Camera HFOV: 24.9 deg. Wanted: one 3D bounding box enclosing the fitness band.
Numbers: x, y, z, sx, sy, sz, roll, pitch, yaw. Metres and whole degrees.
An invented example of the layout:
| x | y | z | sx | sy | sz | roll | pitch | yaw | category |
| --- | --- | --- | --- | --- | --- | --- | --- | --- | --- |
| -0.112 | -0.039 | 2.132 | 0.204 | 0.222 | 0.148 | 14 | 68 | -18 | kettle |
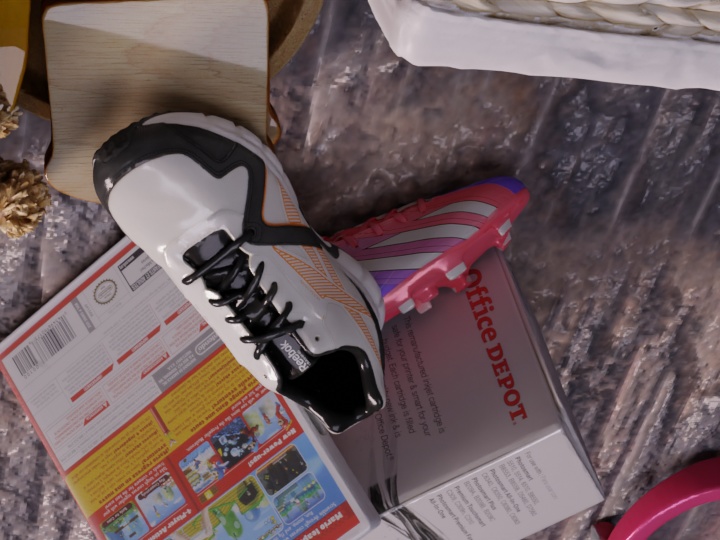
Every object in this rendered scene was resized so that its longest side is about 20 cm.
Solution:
| x | y | z | sx | sy | sz | roll | pitch | yaw | category |
| --- | --- | --- | --- | --- | --- | --- | --- | --- | --- |
| 0.235 | 0.207 | 1.155 | 0.142 | 0.038 | 0.201 | -14 | 135 | -4 | fitness band |

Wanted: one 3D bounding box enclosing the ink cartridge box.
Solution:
| x | y | z | sx | sy | sz | roll | pitch | yaw | category |
| --- | --- | --- | --- | --- | --- | --- | --- | --- | --- |
| 0.019 | 0.095 | 0.913 | 0.198 | 0.147 | 0.085 | -25 | 135 | 9 | ink cartridge box |

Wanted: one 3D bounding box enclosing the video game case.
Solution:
| x | y | z | sx | sy | sz | roll | pitch | yaw | category |
| --- | --- | --- | --- | --- | --- | --- | --- | --- | --- |
| -0.096 | 0.085 | 0.854 | 0.143 | 0.201 | 0.017 | -37 | 166 | 19 | video game case |

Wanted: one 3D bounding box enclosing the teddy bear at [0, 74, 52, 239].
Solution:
| x | y | z | sx | sy | sz | roll | pitch | yaw | category |
| --- | --- | --- | --- | --- | --- | --- | --- | --- | --- |
| -0.208 | -0.040 | 0.718 | 0.144 | 0.068 | 0.199 | 8 | 160 | -31 | teddy bear |

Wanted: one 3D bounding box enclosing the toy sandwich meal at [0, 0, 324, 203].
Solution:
| x | y | z | sx | sy | sz | roll | pitch | yaw | category |
| --- | --- | --- | --- | --- | --- | --- | --- | --- | --- |
| -0.100 | -0.120 | 0.735 | 0.203 | 0.071 | 0.207 | -8 | 133 | -9 | toy sandwich meal |

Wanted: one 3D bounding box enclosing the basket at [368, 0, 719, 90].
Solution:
| x | y | z | sx | sy | sz | roll | pitch | yaw | category |
| --- | --- | --- | --- | --- | --- | --- | --- | --- | --- |
| 0.096 | -0.189 | 0.646 | 0.198 | 0.199 | 0.162 | 1 | 127 | -16 | basket |

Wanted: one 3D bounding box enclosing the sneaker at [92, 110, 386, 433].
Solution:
| x | y | z | sx | sy | sz | roll | pitch | yaw | category |
| --- | --- | --- | --- | --- | --- | --- | --- | --- | --- |
| -0.046 | 0.003 | 0.759 | 0.073 | 0.080 | 0.200 | -34 | 130 | 19 | sneaker |

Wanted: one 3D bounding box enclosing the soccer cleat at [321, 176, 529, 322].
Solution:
| x | y | z | sx | sy | sz | roll | pitch | yaw | category |
| --- | --- | --- | --- | --- | --- | --- | --- | --- | --- |
| 0.000 | 0.000 | 0.883 | 0.199 | 0.077 | 0.067 | -37 | 169 | 0 | soccer cleat |
